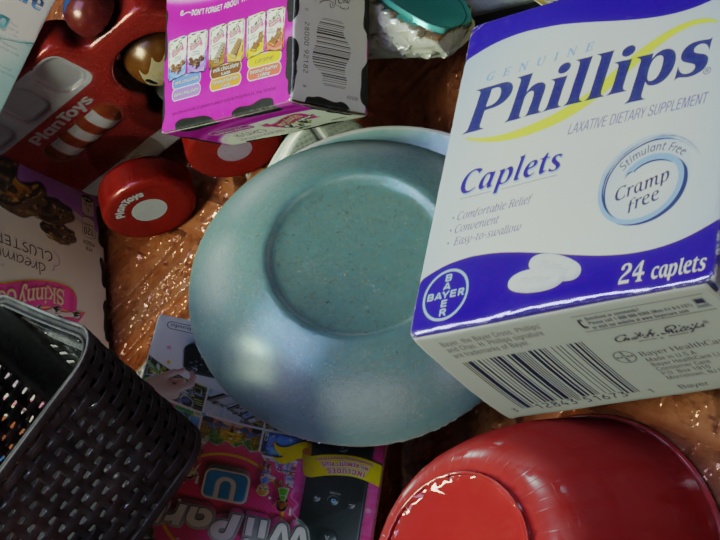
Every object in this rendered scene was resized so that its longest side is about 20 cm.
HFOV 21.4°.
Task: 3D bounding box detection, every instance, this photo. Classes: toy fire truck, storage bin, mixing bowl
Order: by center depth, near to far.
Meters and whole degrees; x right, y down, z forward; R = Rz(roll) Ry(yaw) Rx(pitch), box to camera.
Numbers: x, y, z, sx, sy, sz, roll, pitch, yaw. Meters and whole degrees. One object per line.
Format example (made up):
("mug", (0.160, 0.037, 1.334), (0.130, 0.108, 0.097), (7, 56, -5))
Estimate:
("storage bin", (-0.194, 0.126, 0.982), (0.135, 0.094, 0.200), (15, 64, 53))
("mixing bowl", (0.080, 0.162, 0.986), (0.199, 0.108, 0.202), (-15, 66, 37))
("toy fire truck", (-0.155, -0.120, 1.259), (0.200, 0.167, 0.113), (-34, 55, 28))

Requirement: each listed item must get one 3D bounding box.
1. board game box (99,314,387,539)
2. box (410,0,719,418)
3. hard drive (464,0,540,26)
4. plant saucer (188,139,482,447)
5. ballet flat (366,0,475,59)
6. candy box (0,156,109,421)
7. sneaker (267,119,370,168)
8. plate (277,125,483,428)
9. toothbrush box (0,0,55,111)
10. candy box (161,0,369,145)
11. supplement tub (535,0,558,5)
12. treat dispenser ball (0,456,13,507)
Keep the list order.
("board game box", (-0.063, 0.131, 1.052), (0.064, 0.146, 0.201), (103, 178, -49))
("box", (0.139, -0.042, 0.986), (0.183, 0.105, 0.201), (-12, 53, 38))
("hard drive", (0.042, -0.212, 1.211), (0.199, 0.033, 0.141), (-8, 69, 40))
("plant saucer", (0.000, 0.000, 1.066), (0.199, 0.039, 0.202), (-1, 60, 2))
("ballet flat", (0.006, -0.171, 1.171), (0.072, 0.072, 0.200), (-52, 46, 14))
("candy box", (-0.257, -0.009, 1.308), (0.071, 0.167, 0.201), (-25, 59, 32))
("sneaker", (-0.045, -0.009, 1.200), (0.080, 0.070, 0.201), (-121, 53, -70))
("plate", (0.017, 0.005, 1.099), (0.199, 0.026, 0.201), (-2, 59, 3))
("toothbrush box", (-0.296, -0.132, 1.216), (0.146, 0.085, 0.201), (29, 92, 45))
("candy box", (-0.056, -0.184, 1.137), (0.136, 0.061, 0.202), (-6, 80, 50))
("supplement tub", (0.112, -0.224, 1.036), (0.144, 0.199, 0.145), (-16, 64, 37))
("treat dispenser ball", (-0.178, 0.205, 1.135), (0.200, 0.200, 0.202), (-16, 64, 37))
